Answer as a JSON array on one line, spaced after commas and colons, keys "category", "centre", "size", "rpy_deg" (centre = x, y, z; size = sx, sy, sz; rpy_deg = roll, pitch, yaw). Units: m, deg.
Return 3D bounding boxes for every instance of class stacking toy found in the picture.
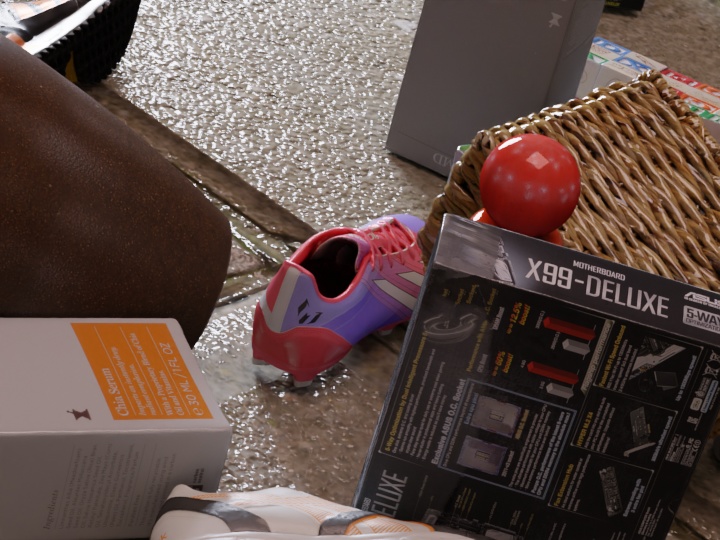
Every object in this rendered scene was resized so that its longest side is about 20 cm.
[{"category": "stacking toy", "centre": [0.076, 0.018, 1.353], "size": [0.085, 0.201, 0.086], "rpy_deg": [11, 32, -7]}]

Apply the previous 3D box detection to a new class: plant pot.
[{"category": "plant pot", "centre": [-0.176, -0.023, 1.343], "size": [0.199, 0.188, 0.187], "rpy_deg": [23, 27, -20]}]

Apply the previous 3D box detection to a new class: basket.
[{"category": "basket", "centre": [0.149, 0.011, 1.439], "size": [0.148, 0.143, 0.200], "rpy_deg": [-21, 64, -35]}]

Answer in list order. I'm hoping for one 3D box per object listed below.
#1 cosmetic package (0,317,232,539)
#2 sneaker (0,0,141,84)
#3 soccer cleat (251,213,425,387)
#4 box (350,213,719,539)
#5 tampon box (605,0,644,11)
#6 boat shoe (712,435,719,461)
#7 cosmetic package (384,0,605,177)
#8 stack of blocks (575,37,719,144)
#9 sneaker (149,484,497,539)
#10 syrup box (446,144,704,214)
[{"category": "cosmetic package", "centre": [-0.176, 0.079, 1.255], "size": [0.198, 0.072, 0.102], "rpy_deg": [0, 34, -26]}, {"category": "sneaker", "centre": [-0.218, -0.157, 1.624], "size": [0.090, 0.070, 0.200], "rpy_deg": [28, 33, 12]}, {"category": "soccer cleat", "centre": [0.000, 0.000, 1.470], "size": [0.066, 0.077, 0.200], "rpy_deg": [27, 32, 18]}, {"category": "box", "centre": [0.087, 0.084, 1.253], "size": [0.156, 0.201, 0.050], "rpy_deg": [16, 34, -1]}, {"category": "tampon box", "centre": [0.176, -0.334, 1.989], "size": [0.125, 0.201, 0.150], "rpy_deg": [6, 30, -18]}, {"category": "boat shoe", "centre": [0.282, 0.052, 1.514], "size": [0.070, 0.091, 0.200], "rpy_deg": [28, 31, 18]}, {"category": "cosmetic package", "centre": [0.097, -0.158, 1.661], "size": [0.106, 0.201, 0.090], "rpy_deg": [23, 28, 16]}, {"category": "stack of blocks", "centre": [0.228, -0.092, 1.736], "size": [0.199, 0.059, 0.115], "rpy_deg": [26, 18, 15]}, {"category": "sneaker", "centre": [-0.010, 0.140, 1.239], "size": [0.198, 0.074, 0.080], "rpy_deg": [8, 29, -16]}, {"category": "syrup box", "centre": [0.149, -0.035, 1.603], "size": [0.199, 0.079, 0.081], "rpy_deg": [-9, 38, -37]}]
